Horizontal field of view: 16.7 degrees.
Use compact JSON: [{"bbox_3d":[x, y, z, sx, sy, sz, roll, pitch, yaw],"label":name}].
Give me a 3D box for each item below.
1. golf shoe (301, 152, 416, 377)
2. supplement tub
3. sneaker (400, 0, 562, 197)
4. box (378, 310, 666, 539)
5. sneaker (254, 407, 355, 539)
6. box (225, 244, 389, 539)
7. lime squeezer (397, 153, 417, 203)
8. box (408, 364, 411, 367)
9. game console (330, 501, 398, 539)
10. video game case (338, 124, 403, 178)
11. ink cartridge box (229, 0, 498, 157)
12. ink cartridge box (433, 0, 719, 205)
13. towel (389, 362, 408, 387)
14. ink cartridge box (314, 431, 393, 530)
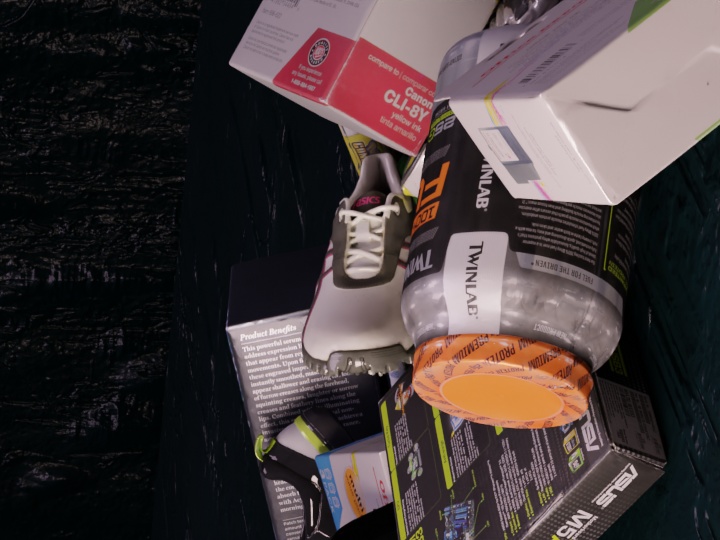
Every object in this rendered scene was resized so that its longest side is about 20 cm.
[{"bbox_3d":[0.000,0.000,1.556,0.200,0.077,0.088,-79,-16,-63],"label":"golf shoe"},{"bbox_3d":[0.089,-0.023,1.343,0.123,0.122,0.201,114,166,-65],"label":"supplement tub"},{"bbox_3d":[0.103,-0.113,1.536,0.200,0.084,0.075,-55,14,34],"label":"sneaker"},{"bbox_3d":[0.088,0.096,1.436,0.193,0.047,0.200,-53,30,33],"label":"box"},{"bbox_3d":[-0.007,0.193,1.829,0.200,0.083,0.072,54,178,-6],"label":"sneaker"},{"bbox_3d":[-0.032,0.099,1.923,0.148,0.107,0.201,-93,-9,-72],"label":"box"},{"bbox_3d":[0.058,-0.077,1.699,0.071,0.038,0.201,25,96,35],"label":"lime squeezer"},{"bbox_3d":[0.073,0.026,1.738,0.118,0.048,0.200,-99,12,-48],"label":"box"},{"bbox_3d":[0.062,0.224,1.548,0.200,0.116,0.176,-28,22,34],"label":"game console"},{"bbox_3d":[0.002,-0.116,1.780,0.200,0.025,0.181,-100,-11,-60],"label":"video game case"},{"bbox_3d":[0.021,-0.189,1.557,0.200,0.083,0.145,-62,30,0],"label":"ink cartridge box"},{"bbox_3d":[0.120,-0.093,1.230,0.067,0.117,0.200,54,171,-11],"label":"ink cartridge box"},{"bbox_3d":[0.028,0.085,1.864,0.147,0.024,0.200,-99,-4,-54],"label":"towel"},{"bbox_3d":[0.040,0.170,1.695,0.200,0.068,0.115,161,91,-72],"label":"ink cartridge box"}]
